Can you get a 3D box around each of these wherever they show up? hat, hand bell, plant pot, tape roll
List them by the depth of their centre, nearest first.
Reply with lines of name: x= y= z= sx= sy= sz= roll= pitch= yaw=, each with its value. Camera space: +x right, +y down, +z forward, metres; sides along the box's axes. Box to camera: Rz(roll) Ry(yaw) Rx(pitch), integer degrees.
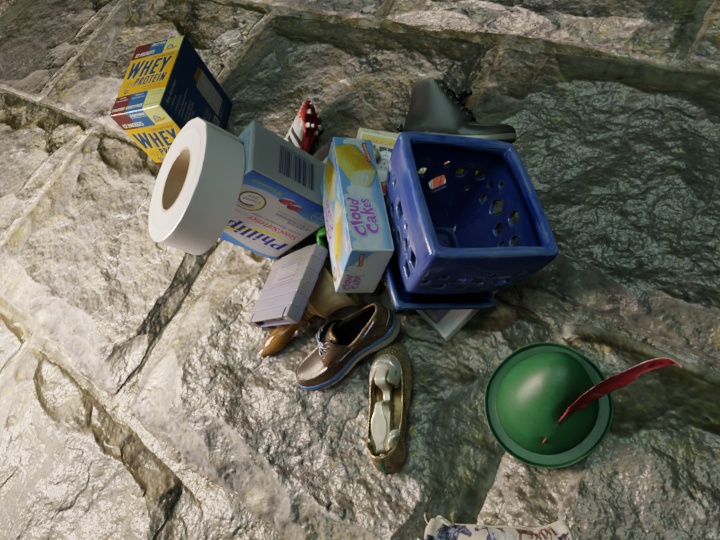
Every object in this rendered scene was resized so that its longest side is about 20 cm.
hat: x=0.241 y=0.137 z=0.653 sx=0.198 sy=0.177 sz=0.167 roll=-34 pitch=56 yaw=1
plant pot: x=0.129 y=-0.055 z=0.748 sx=0.194 sy=0.181 sz=0.205 roll=0 pitch=57 yaw=-21
tape roll: x=-0.263 y=-0.133 z=0.830 sx=0.200 sy=0.070 sz=0.208 roll=-25 pitch=55 yaw=42
hand bell: x=-0.099 y=0.082 z=0.890 sx=0.199 sy=0.104 sz=0.105 roll=-43 pitch=55 yaw=11

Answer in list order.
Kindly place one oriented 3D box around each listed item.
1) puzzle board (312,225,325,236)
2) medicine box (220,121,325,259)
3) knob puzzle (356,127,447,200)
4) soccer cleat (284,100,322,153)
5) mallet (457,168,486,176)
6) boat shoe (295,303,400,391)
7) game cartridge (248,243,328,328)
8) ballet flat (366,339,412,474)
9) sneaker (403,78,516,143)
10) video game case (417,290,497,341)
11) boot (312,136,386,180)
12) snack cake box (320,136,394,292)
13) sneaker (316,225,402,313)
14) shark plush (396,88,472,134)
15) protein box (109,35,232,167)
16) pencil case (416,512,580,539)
puzzle board: x=-0.042 y=-0.154 z=1.017 sx=0.148 sy=0.017 sz=0.203 roll=21 pitch=73 yaw=29
medicine box: x=-0.167 y=-0.128 z=0.915 sx=0.198 sy=0.179 sz=0.106 roll=-30 pitch=51 yaw=39
knob puzzle: x=0.056 y=-0.126 z=0.878 sx=0.213 sy=0.030 sz=0.227 roll=0 pitch=91 yaw=14
soccer cleat: x=-0.131 y=-0.268 z=1.084 sx=0.083 sy=0.069 sz=0.206 roll=-7 pitch=63 yaw=22
mallet: x=0.161 y=-0.165 z=0.932 sx=0.194 sy=0.041 sz=0.068 roll=-7 pitch=56 yaw=23
boat shoe: x=-0.034 y=0.113 z=0.824 sx=0.198 sy=0.072 sz=0.073 roll=-37 pitch=41 yaw=11
game cartridge: x=-0.123 y=0.030 z=0.880 sx=0.199 sy=0.038 sz=0.132 roll=-15 pitch=45 yaw=60
ballet flat: x=0.041 y=0.190 z=0.774 sx=0.068 sy=0.065 sz=0.205 roll=-11 pitch=60 yaw=18
sneaker: x=0.168 y=-0.267 z=0.885 sx=0.194 sy=0.075 sz=0.110 roll=7 pitch=93 yaw=18
video game case: x=0.140 y=-0.015 z=0.867 sx=0.182 sy=0.023 sz=0.200 roll=-43 pitch=57 yaw=-4
boot: x=-0.012 y=-0.192 z=0.972 sx=0.198 sy=0.069 sz=0.176 roll=-35 pitch=59 yaw=3
snack cake box: x=-0.011 y=-0.083 z=0.788 sx=0.065 sy=0.116 sz=0.205 roll=0 pitch=59 yaw=-17
sneaker: x=0.000 y=0.000 z=0.856 sx=0.199 sy=0.084 sz=0.079 roll=43 pitch=126 yaw=21
shark plush: x=0.127 y=-0.288 z=0.990 sx=0.201 sy=0.090 sz=0.083 roll=-51 pitch=19 yaw=-1
protein box: x=-0.409 y=-0.360 z=1.161 sx=0.131 sy=0.201 sz=0.204 roll=-3 pitch=62 yaw=19
pencil case: x=0.168 y=0.346 z=0.633 sx=0.194 sy=0.078 sz=0.092 roll=-8 pitch=80 yaw=18
